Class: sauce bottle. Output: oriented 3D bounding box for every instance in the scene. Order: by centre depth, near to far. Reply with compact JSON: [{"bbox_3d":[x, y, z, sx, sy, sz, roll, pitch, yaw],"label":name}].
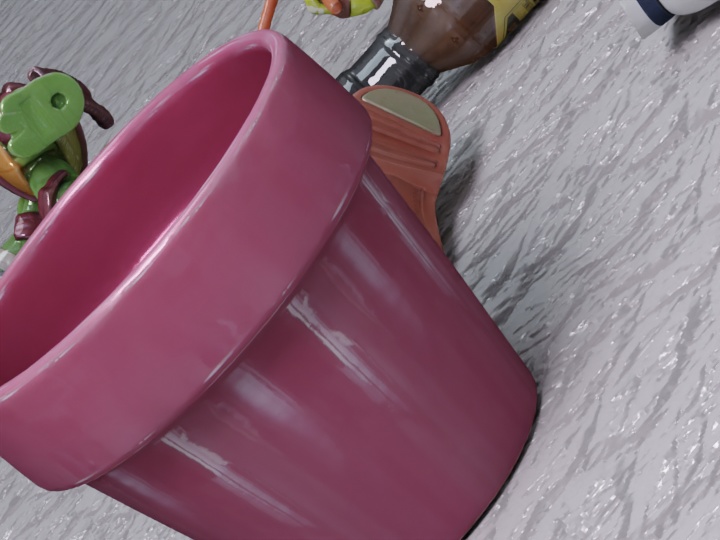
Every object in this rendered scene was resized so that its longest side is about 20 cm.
[{"bbox_3d":[0.063,-0.154,1.558,0.200,0.065,0.065,-47,17,6],"label":"sauce bottle"}]

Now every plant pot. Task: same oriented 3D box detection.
[{"bbox_3d":[-0.035,0.033,1.200,0.200,0.179,0.200,-44,17,18],"label":"plant pot"}]

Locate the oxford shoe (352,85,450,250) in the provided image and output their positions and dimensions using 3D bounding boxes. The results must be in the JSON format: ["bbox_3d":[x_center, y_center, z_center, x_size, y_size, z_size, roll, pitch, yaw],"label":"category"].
[{"bbox_3d":[0.000,0.000,1.414,0.200,0.071,0.074,-70,1,-48],"label":"oxford shoe"}]

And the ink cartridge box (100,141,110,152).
[{"bbox_3d":[-0.119,-0.008,1.674,0.148,0.076,0.200,-31,23,46],"label":"ink cartridge box"}]

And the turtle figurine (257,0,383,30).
[{"bbox_3d":[0.035,-0.184,1.693,0.200,0.064,0.161,-47,22,-24],"label":"turtle figurine"}]

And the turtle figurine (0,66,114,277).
[{"bbox_3d":[-0.216,-0.047,1.647,0.194,0.200,0.144,5,92,64],"label":"turtle figurine"}]

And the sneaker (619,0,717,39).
[{"bbox_3d":[0.158,-0.181,1.390,0.080,0.076,0.200,-28,29,25],"label":"sneaker"}]
